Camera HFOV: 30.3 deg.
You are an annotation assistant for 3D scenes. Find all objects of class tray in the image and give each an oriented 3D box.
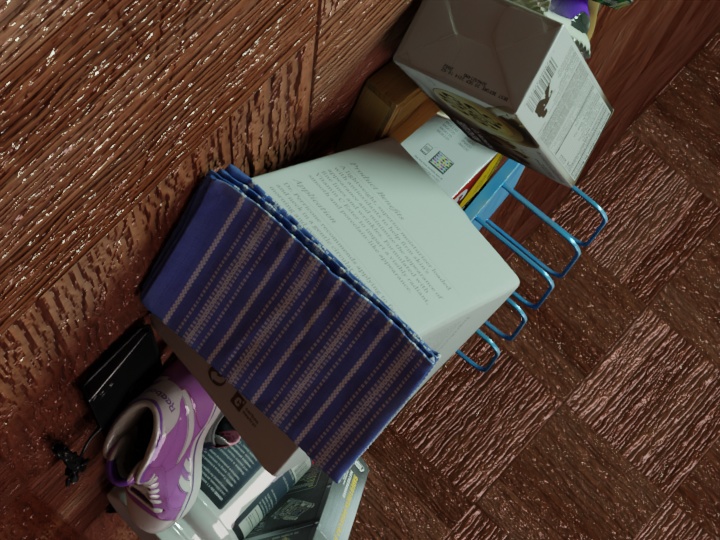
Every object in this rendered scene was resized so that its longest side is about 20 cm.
[{"bbox_3d":[0.063,-0.168,1.142,0.200,0.037,0.099,-41,168,-35],"label":"tray"}]

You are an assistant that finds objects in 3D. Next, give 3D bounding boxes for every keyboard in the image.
[{"bbox_3d":[-0.207,0.114,1.083,0.127,0.021,0.200,-52,172,-18],"label":"keyboard"}]

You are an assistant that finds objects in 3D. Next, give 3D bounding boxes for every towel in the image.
[{"bbox_3d":[-0.056,0.039,0.911,0.145,0.200,0.024,-53,172,35],"label":"towel"}]

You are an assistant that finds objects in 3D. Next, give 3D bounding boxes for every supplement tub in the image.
[{"bbox_3d":[-0.144,0.199,1.353,0.200,0.140,0.141,-45,170,-21],"label":"supplement tub"}]

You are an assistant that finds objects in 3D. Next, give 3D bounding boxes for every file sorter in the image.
[{"bbox_3d":[0.150,-0.009,1.413,0.200,0.122,0.139,-49,172,-13],"label":"file sorter"}]

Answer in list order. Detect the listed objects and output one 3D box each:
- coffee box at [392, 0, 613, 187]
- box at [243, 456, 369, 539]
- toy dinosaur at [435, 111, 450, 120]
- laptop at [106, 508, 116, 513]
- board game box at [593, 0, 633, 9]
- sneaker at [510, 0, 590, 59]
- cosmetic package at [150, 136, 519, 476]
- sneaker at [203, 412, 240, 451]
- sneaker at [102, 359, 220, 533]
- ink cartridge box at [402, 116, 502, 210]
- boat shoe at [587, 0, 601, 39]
[{"bbox_3d":[0.120,-0.147,1.065,0.080,0.113,0.200,-61,156,0],"label":"coffee box"},{"bbox_3d":[-0.099,0.271,1.395,0.199,0.048,0.159,-21,-151,28],"label":"box"},{"bbox_3d":[0.122,-0.162,1.287,0.200,0.106,0.061,-49,171,-49],"label":"toy dinosaur"},{"bbox_3d":[-0.192,0.193,1.520,0.177,0.102,0.202,71,36,-81],"label":"laptop"},{"bbox_3d":[0.195,-0.277,1.118,0.023,0.106,0.200,-17,-177,20],"label":"board game box"},{"bbox_3d":[0.140,-0.249,1.091,0.200,0.069,0.100,30,65,-62],"label":"sneaker"},{"bbox_3d":[-0.018,0.022,1.034,0.199,0.165,0.165,-21,156,-52],"label":"cosmetic package"},{"bbox_3d":[-0.159,0.149,1.229,0.200,0.082,0.070,-49,-177,35],"label":"sneaker"},{"bbox_3d":[-0.187,0.166,1.136,0.114,0.072,0.202,-39,154,-51],"label":"sneaker"},{"bbox_3d":[0.078,-0.090,1.386,0.176,0.084,0.200,-45,170,-31],"label":"ink cartridge box"},{"bbox_3d":[0.187,-0.240,1.253,0.200,0.070,0.070,-55,-177,-30],"label":"boat shoe"}]
